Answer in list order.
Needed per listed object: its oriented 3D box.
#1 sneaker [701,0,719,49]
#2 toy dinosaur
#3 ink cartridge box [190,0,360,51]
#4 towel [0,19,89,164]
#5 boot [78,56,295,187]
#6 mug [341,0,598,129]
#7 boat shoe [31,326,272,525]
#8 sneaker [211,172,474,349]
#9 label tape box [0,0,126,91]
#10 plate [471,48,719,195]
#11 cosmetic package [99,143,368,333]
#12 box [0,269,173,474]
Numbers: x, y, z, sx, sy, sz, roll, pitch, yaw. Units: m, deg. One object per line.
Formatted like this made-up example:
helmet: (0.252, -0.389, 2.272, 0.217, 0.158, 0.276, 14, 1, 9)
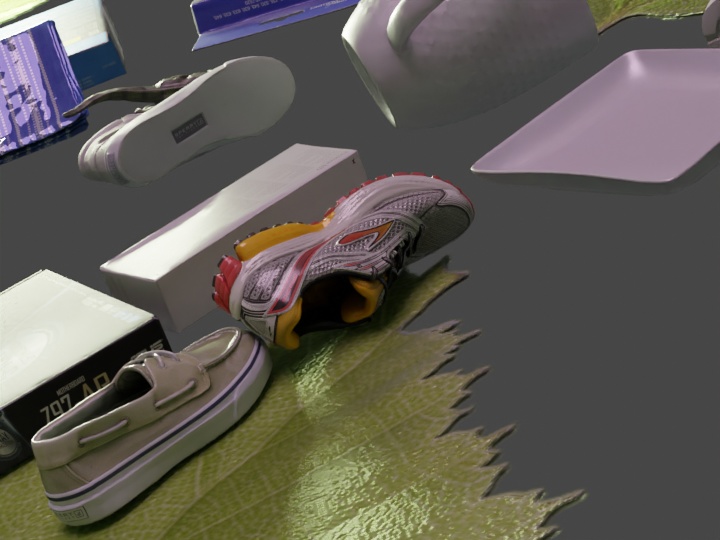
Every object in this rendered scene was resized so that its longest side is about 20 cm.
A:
sneaker: (0.359, -0.218, 1.557, 0.200, 0.077, 0.081, -12, 15, 18)
toy dinosaur: (-0.175, -0.159, 1.886, 0.199, 0.048, 0.088, -9, -5, -5)
ink cartridge box: (-0.079, -0.310, 2.178, 0.197, 0.047, 0.200, -14, 21, 14)
towel: (-0.378, -0.164, 2.030, 0.200, 0.024, 0.145, -22, 60, -2)
boot: (-0.159, -0.135, 1.815, 0.200, 0.074, 0.095, -28, 18, -29)
mug: (0.079, -0.203, 1.622, 0.175, 0.148, 0.200, -32, -12, -2)
boat shoe: (-0.128, 0.085, 1.297, 0.072, 0.062, 0.200, -2, 28, 39)
sneaker: (0.000, 0.000, 1.388, 0.200, 0.078, 0.082, -27, 51, -28)
label tape box: (-0.327, -0.219, 2.158, 0.144, 0.063, 0.200, -22, 25, -1)
plate: (0.212, -0.104, 1.469, 0.199, 0.032, 0.200, -37, 27, -32)
cosmetic package: (-0.090, -0.026, 1.531, 0.200, 0.051, 0.082, -34, 24, -28)
box: (-0.246, 0.070, 1.457, 0.160, 0.044, 0.200, -31, 24, -23)
